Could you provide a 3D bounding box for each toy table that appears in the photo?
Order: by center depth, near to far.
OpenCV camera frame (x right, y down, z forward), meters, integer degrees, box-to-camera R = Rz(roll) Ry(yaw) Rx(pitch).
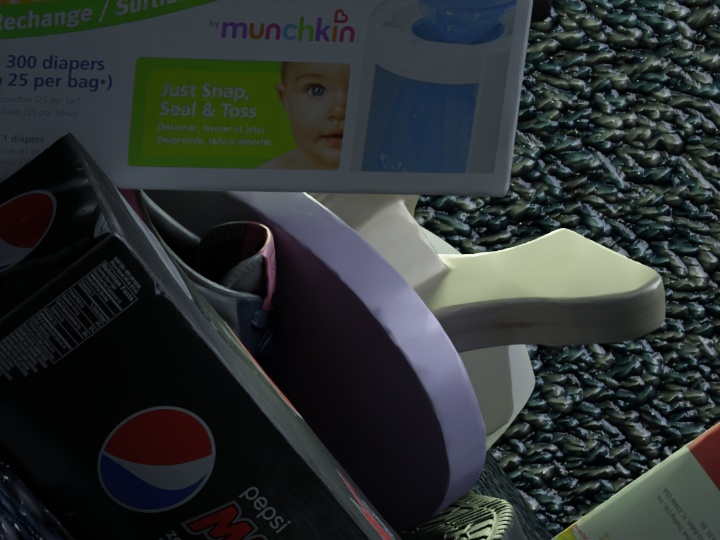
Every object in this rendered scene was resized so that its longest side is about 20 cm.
[{"bbox_3d":[0.000,0.000,1.053,0.200,0.117,0.184,37,-38,32],"label":"toy table"}]

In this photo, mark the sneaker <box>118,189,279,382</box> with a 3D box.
[{"bbox_3d":[-0.047,0.032,0.977,0.200,0.082,0.070,53,3,-31],"label":"sneaker"}]

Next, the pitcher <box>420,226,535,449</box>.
[{"bbox_3d":[-0.016,0.019,1.516,0.200,0.121,0.172,43,-12,-4],"label":"pitcher"}]

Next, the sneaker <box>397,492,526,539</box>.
[{"bbox_3d":[0.030,0.132,1.059,0.200,0.060,0.104,-156,-132,-78],"label":"sneaker"}]

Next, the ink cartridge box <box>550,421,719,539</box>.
[{"bbox_3d":[0.166,0.193,1.460,0.145,0.200,0.145,56,1,30],"label":"ink cartridge box"}]

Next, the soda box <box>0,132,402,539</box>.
[{"bbox_3d":[-0.046,0.059,0.862,0.200,0.063,0.071,53,3,-32],"label":"soda box"}]

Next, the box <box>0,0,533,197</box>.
[{"bbox_3d":[-0.057,-0.091,0.881,0.101,0.199,0.113,-122,-145,-63],"label":"box"}]

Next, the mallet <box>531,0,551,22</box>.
[{"bbox_3d":[-0.035,-0.066,0.993,0.066,0.199,0.041,110,-33,-58],"label":"mallet"}]
